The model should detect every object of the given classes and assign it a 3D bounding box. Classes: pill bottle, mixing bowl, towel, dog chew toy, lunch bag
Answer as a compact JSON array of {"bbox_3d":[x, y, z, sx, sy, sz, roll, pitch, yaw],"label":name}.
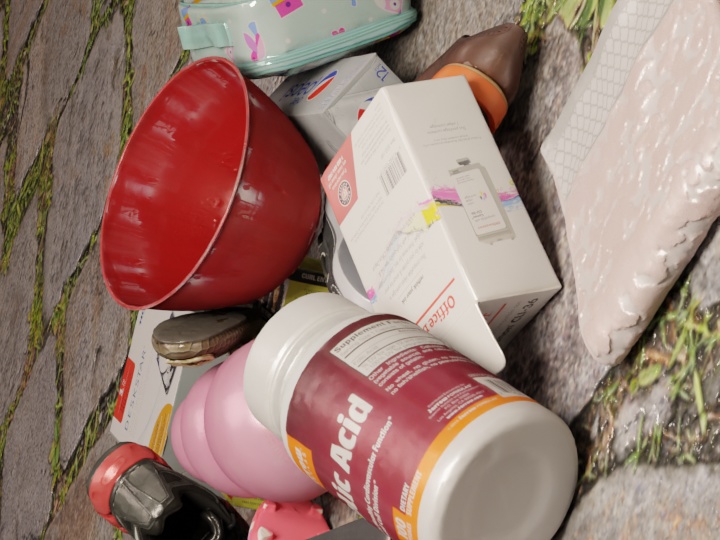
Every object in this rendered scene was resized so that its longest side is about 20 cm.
[{"bbox_3d":[0.024,0.094,1.329,0.200,0.114,0.114,31,110,45],"label":"pill bottle"},{"bbox_3d":[-0.100,-0.050,1.687,0.200,0.108,0.201,-32,47,42],"label":"mixing bowl"},{"bbox_3d":[0.164,-0.078,1.263,0.191,0.032,0.200,-99,27,-46],"label":"towel"},{"bbox_3d":[-0.078,0.116,1.673,0.200,0.124,0.125,-18,61,59],"label":"dog chew toy"},{"bbox_3d":[-0.056,-0.201,1.760,0.200,0.160,0.077,13,125,69],"label":"lunch bag"}]

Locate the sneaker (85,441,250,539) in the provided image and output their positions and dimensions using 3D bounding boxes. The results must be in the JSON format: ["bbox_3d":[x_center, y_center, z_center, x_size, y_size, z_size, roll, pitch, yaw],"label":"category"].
[{"bbox_3d":[-0.131,0.208,1.756,0.098,0.200,0.071,32,82,40],"label":"sneaker"}]

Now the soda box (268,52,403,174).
[{"bbox_3d":[-0.018,-0.118,1.720,0.063,0.068,0.200,-48,16,-12],"label":"soda box"}]

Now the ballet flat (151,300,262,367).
[{"bbox_3d":[-0.113,0.053,1.701,0.200,0.067,0.047,-40,-50,-81],"label":"ballet flat"}]

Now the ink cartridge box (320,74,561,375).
[{"bbox_3d":[0.056,-0.008,1.417,0.117,0.067,0.200,-52,54,53],"label":"ink cartridge box"}]

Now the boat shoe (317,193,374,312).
[{"bbox_3d":[0.000,0.000,1.632,0.200,0.070,0.066,-112,33,-59],"label":"boat shoe"}]

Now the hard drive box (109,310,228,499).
[{"bbox_3d":[-0.153,0.103,1.994,0.200,0.077,0.156,-155,78,-71],"label":"hard drive box"}]

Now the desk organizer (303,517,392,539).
[{"bbox_3d":[0.014,0.208,1.449,0.200,0.077,0.072,147,132,-64],"label":"desk organizer"}]

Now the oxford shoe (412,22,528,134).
[{"bbox_3d":[0.068,-0.116,1.537,0.073,0.071,0.200,-55,10,-18],"label":"oxford shoe"}]

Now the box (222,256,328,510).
[{"bbox_3d":[-0.067,0.089,1.793,0.075,0.050,0.201,-144,67,-69],"label":"box"}]

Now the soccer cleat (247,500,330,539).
[{"bbox_3d":[-0.051,0.250,1.637,0.200,0.067,0.077,-104,25,-48],"label":"soccer cleat"}]
